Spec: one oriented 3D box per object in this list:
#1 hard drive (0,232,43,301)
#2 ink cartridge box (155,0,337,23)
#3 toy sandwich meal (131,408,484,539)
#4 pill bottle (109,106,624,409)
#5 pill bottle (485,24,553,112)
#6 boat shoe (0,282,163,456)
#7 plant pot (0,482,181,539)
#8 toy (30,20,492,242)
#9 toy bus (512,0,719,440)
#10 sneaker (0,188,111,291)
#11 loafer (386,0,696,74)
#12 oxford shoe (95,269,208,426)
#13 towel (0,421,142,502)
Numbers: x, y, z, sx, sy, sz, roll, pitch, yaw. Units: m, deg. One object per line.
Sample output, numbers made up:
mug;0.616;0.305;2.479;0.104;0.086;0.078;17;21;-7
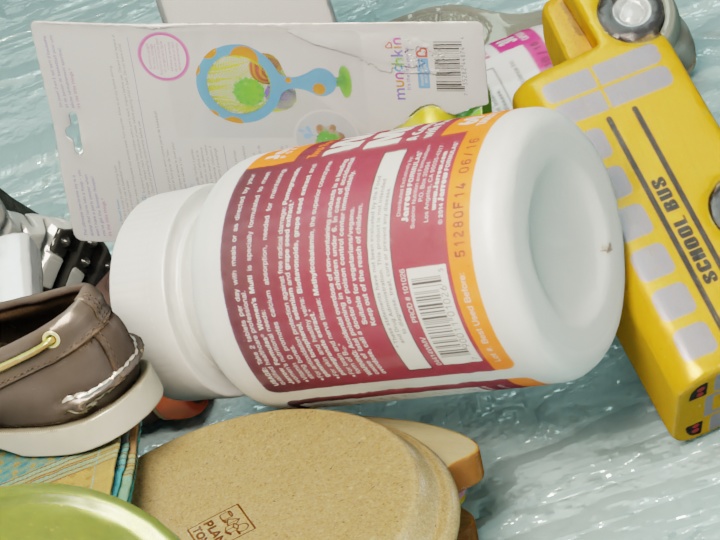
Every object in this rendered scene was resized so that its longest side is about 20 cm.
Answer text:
hard drive;-0.203;0.084;1.058;0.131;0.026;0.201;-15;54;8
ink cartridge box;-0.053;-0.111;1.211;0.084;0.201;0.146;-19;27;-2
toy sandwich meal;-0.042;0.126;0.929;0.204;0.071;0.206;-15;28;8
pill bottle;0.000;0.000;0.971;0.199;0.110;0.110;-7;30;33
pill bottle;0.019;-0.031;1.120;0.199;0.114;0.113;-22;28;-5
boat shoe;-0.175;0.044;0.991;0.199;0.060;0.072;-7;29;35
plant pot;-0.098;0.162;0.693;0.185;0.201;0.188;7;45;-7
toy;-0.036;-0.068;1.038;0.198;0.116;0.047;4;36;15
toy bus;0.125;-0.034;1.011;0.078;0.065;0.201;-23;63;-6
sneaker;-0.212;-0.023;1.179;0.090;0.200;0.067;18;83;31
loafer;0.086;-0.108;1.288;0.199;0.063;0.072;-8;63;26
oxford shoe;-0.109;0.007;1.182;0.072;0.072;0.200;-17;28;16
towel;-0.156;0.111;0.926;0.146;0.022;0.200;-22;20;6
